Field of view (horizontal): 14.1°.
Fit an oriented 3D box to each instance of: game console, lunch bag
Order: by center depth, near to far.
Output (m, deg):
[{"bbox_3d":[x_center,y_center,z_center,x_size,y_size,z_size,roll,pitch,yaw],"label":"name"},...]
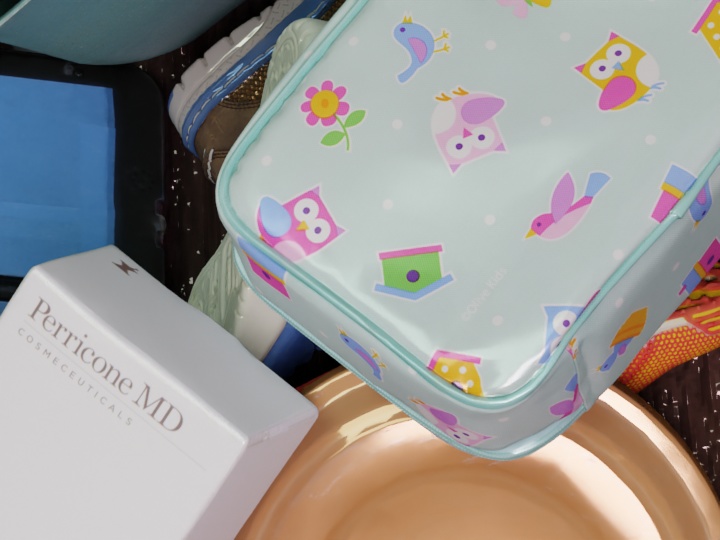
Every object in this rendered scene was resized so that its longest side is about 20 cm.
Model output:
[{"bbox_3d":[0.054,-0.048,1.025,0.160,0.077,0.200,35,75,22],"label":"lunch bag"},{"bbox_3d":[-0.163,-0.027,1.148,0.199,0.172,0.120,5,96,-16],"label":"game console"}]

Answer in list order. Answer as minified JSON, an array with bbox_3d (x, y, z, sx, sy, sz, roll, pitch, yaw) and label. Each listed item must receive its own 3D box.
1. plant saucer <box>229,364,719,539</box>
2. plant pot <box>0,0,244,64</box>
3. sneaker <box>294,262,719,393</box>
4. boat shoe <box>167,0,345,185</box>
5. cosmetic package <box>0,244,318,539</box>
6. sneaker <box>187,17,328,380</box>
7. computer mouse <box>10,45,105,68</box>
[{"bbox_3d":[0.038,0.125,1.050,0.199,0.032,0.202,1,97,4],"label":"plant saucer"},{"bbox_3d":[-0.095,-0.170,1.168,0.141,0.200,0.142,-37,75,10],"label":"plant pot"},{"bbox_3d":[0.057,0.051,1.112,0.199,0.077,0.073,-24,27,3],"label":"sneaker"},{"bbox_3d":[0.015,-0.096,1.179,0.200,0.072,0.073,-41,64,19],"label":"boat shoe"},{"bbox_3d":[-0.115,0.102,1.034,0.101,0.071,0.201,37,107,13],"label":"cosmetic package"},{"bbox_3d":[0.000,0.001,1.143,0.077,0.111,0.201,-113,36,-58],"label":"sneaker"},{"bbox_3d":[-0.146,-0.166,1.296,0.058,0.034,0.201,-25,63,17],"label":"computer mouse"}]
